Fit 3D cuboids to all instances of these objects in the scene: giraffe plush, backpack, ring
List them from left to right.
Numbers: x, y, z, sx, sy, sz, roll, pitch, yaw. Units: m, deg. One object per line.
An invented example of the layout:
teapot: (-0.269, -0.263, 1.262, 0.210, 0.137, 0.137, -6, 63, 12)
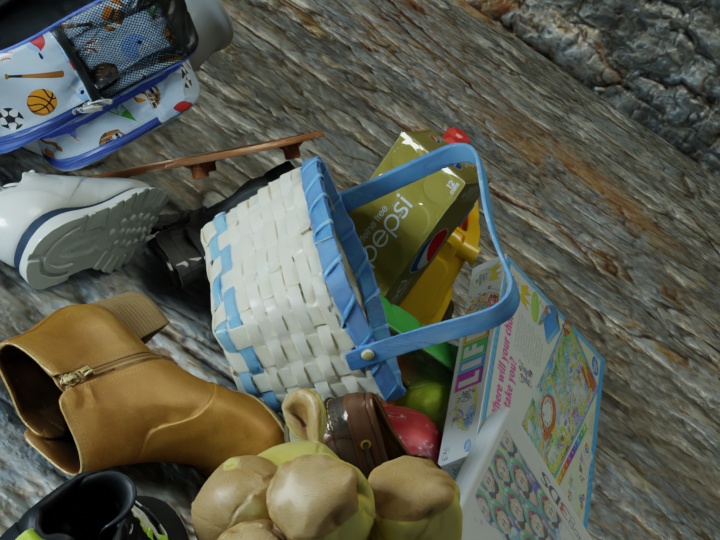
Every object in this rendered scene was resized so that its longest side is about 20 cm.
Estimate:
backpack: (-0.217, -0.165, 1.423, 0.200, 0.190, 0.155, -119, -172, -68)
ring: (-0.126, -0.085, 1.553, 0.200, 0.200, 0.019, -23, 102, -69)
giraffe plush: (-0.029, 0.154, 1.126, 0.200, 0.173, 0.162, 31, 9, -42)

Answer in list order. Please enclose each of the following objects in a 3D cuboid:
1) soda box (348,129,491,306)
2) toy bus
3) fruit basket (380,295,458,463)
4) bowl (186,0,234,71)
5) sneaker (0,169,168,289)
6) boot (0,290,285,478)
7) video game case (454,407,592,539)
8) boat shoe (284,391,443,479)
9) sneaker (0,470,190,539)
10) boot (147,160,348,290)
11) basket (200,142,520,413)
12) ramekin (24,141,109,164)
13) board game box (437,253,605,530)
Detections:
soda box: (0.014, -0.014, 1.528, 0.068, 0.200, 0.064, 41, 18, 15)
toy bus: (0.043, -0.039, 1.667, 0.135, 0.192, 0.200, 32, 17, -6)
fruit basket: (0.020, 0.115, 1.411, 0.185, 0.094, 0.200, 34, 34, -20)
bowl: (-0.222, -0.229, 1.770, 0.201, 0.091, 0.201, 28, -17, 9)
sneaker: (-0.211, -0.044, 1.418, 0.080, 0.077, 0.200, 30, 14, 17)
boot: (-0.131, 0.105, 1.213, 0.201, 0.071, 0.144, 47, 33, 7)
video game case: (0.114, 0.209, 1.269, 0.182, 0.024, 0.200, 58, 27, -11)
boat shoe: (0.030, 0.158, 1.259, 0.200, 0.067, 0.072, 53, 17, -28)
sneaker: (-0.134, 0.147, 1.046, 0.072, 0.083, 0.200, 40, 18, 13)
boot: (-0.087, -0.017, 1.469, 0.200, 0.131, 0.070, -141, -150, -71)
basket: (0.000, 0.000, 1.305, 0.177, 0.199, 0.139, -98, 162, -51)
ramekin: (-0.262, -0.176, 1.610, 0.200, 0.098, 0.201, 32, 18, -12)
board game box: (0.122, 0.103, 1.424, 0.134, 0.034, 0.200, 46, 37, -28)
